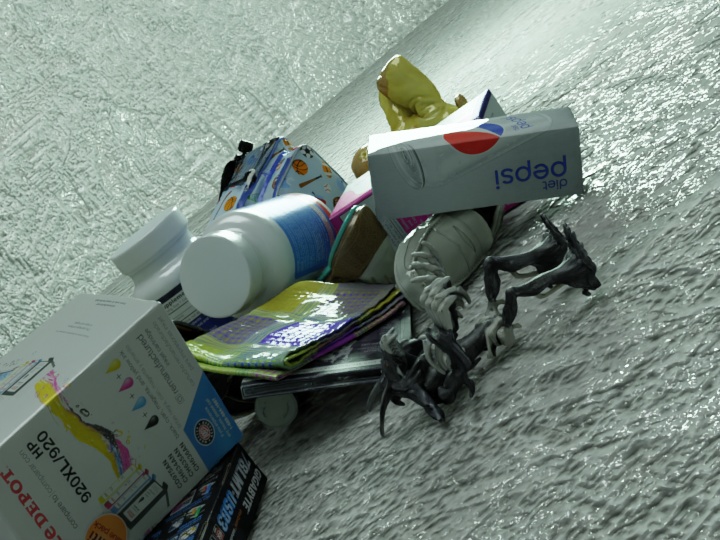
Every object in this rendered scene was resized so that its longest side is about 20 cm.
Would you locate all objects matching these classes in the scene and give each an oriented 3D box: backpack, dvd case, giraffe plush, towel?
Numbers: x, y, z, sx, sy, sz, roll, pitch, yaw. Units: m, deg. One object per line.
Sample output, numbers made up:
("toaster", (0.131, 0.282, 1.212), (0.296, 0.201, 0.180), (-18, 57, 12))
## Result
("backpack", (-0.091, -0.043, 1.479), (0.153, 0.200, 0.192), (-22, 33, 54))
("dvd case", (-0.025, 0.065, 1.105), (0.146, 0.016, 0.200), (-8, 15, 4))
("giraffe plush", (0.061, -0.133, 1.486), (0.163, 0.173, 0.199), (-48, 48, -5))
("towel", (-0.064, 0.049, 1.112), (0.142, 0.023, 0.199), (4, 20, 37))

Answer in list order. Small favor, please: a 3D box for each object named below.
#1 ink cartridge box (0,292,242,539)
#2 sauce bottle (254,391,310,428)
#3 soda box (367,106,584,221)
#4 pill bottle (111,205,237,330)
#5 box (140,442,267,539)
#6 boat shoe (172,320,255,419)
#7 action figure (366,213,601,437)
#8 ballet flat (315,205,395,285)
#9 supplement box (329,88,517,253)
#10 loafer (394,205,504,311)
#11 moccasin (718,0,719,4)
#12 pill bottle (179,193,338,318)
("ink cartridge box", (-0.231, 0.139, 0.993), (0.143, 0.149, 0.200), (3, 40, 50))
("sauce bottle", (-0.072, 0.094, 1.179), (0.064, 0.065, 0.200), (-35, 15, 10))
("soda box", (0.106, -0.100, 1.148), (0.196, 0.069, 0.064), (-7, 23, 4))
("pill bottle", (-0.183, 0.035, 1.378), (0.115, 0.201, 0.116), (-35, 12, 9))
("box", (-0.176, 0.244, 0.965), (0.199, 0.050, 0.199), (-34, 14, 15))
("boat shoe", (-0.144, 0.094, 1.171), (0.067, 0.199, 0.073), (-26, 59, 26))
("action figure", (0.072, 0.031, 0.908), (0.199, 0.103, 0.119), (-36, 24, 1))
("ballet flat", (0.000, 0.000, 1.213), (0.068, 0.072, 0.200), (-55, -3, -27))
("supplement box", (0.077, -0.085, 1.303), (0.198, 0.104, 0.101), (-31, 15, 24))
("loafer", (0.087, -0.029, 1.151), (0.070, 0.070, 0.200), (-39, 9, 34))
("moccasin", (0.371, -0.240, 1.082), (0.073, 0.078, 0.202), (-35, 13, 9))
("pill bottle", (-0.104, -0.014, 1.279), (0.111, 0.113, 0.200), (-31, -3, 24))
